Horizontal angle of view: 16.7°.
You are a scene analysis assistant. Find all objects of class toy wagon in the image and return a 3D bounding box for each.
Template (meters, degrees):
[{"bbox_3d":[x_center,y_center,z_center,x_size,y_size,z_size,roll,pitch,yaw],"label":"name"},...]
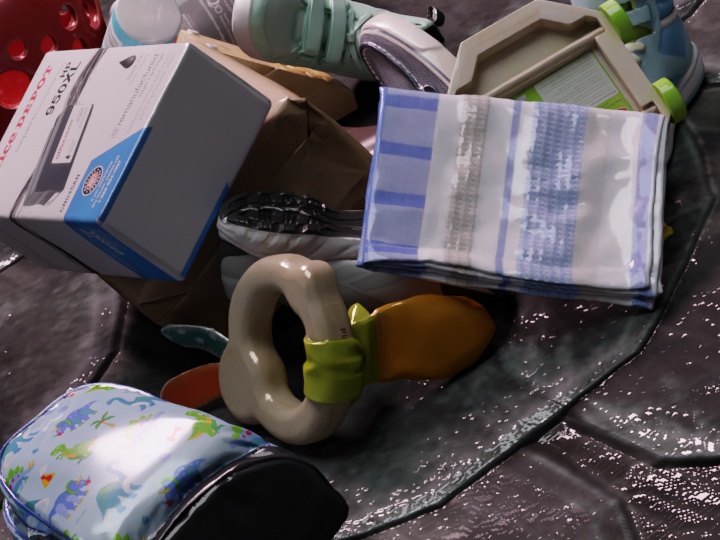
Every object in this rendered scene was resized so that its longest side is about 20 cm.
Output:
[{"bbox_3d":[0.144,-0.088,1.669,0.155,0.040,0.200,-30,72,-4],"label":"toy wagon"}]

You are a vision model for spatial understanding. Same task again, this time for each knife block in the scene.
[{"bbox_3d":[-0.123,-0.099,2.007,0.200,0.176,0.064,14,14,-27],"label":"knife block"}]

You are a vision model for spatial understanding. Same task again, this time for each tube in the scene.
[{"bbox_3d":[-0.186,-0.147,1.880,0.200,0.050,0.078,127,160,-59],"label":"tube"}]

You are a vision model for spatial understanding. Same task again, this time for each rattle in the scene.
[{"bbox_3d":[-0.031,0.049,1.647,0.143,0.130,0.200,-30,-2,-33],"label":"rattle"}]

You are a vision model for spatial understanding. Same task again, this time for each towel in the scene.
[{"bbox_3d":[0.103,-0.052,1.609,0.200,0.024,0.147,7,62,3],"label":"towel"}]

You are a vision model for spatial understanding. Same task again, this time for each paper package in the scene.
[{"bbox_3d":[-0.110,-0.053,1.790,0.191,0.103,0.200,-53,32,-2],"label":"paper package"}]

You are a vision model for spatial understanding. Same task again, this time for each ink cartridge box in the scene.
[{"bbox_3d":[-0.174,-0.077,1.717,0.200,0.084,0.145,4,64,54],"label":"ink cartridge box"}]

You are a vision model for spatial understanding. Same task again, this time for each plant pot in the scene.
[{"bbox_3d":[-0.311,-0.179,2.154,0.200,0.183,0.200,-19,28,11],"label":"plant pot"}]

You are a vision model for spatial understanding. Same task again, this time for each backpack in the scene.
[{"bbox_3d":[-0.133,0.150,1.495,0.163,0.154,0.200,-44,19,-19],"label":"backpack"}]

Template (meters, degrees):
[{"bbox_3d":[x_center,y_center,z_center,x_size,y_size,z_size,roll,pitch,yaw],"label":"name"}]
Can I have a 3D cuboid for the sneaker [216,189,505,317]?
[{"bbox_3d":[0.000,0.000,1.664,0.200,0.079,0.074,9,27,1],"label":"sneaker"}]

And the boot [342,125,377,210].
[{"bbox_3d":[0.017,-0.099,1.857,0.200,0.072,0.166,-40,32,-19],"label":"boot"}]

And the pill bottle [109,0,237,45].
[{"bbox_3d":[-0.110,-0.234,2.157,0.200,0.116,0.116,-33,28,-15],"label":"pill bottle"}]

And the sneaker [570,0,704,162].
[{"bbox_3d":[0.177,-0.144,1.741,0.079,0.131,0.200,-8,33,28],"label":"sneaker"}]

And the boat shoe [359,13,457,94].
[{"bbox_3d":[0.048,-0.092,1.730,0.093,0.075,0.200,-40,69,-18],"label":"boat shoe"}]

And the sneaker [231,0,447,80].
[{"bbox_3d":[-0.009,-0.193,1.956,0.118,0.074,0.200,9,1,34],"label":"sneaker"}]
